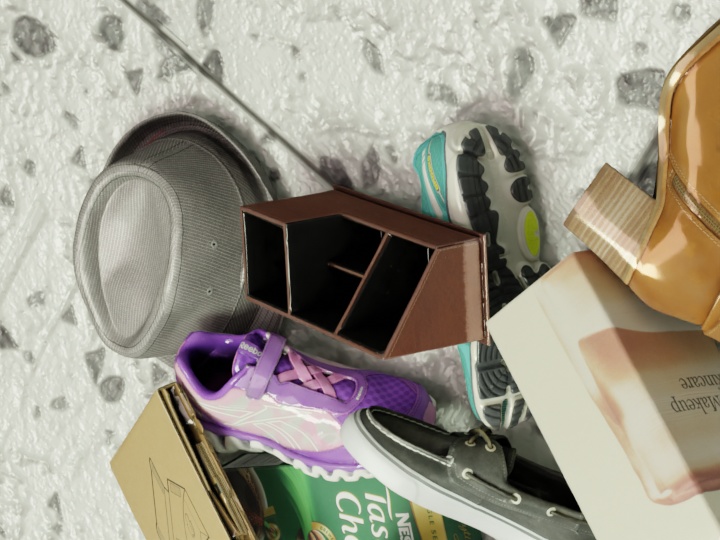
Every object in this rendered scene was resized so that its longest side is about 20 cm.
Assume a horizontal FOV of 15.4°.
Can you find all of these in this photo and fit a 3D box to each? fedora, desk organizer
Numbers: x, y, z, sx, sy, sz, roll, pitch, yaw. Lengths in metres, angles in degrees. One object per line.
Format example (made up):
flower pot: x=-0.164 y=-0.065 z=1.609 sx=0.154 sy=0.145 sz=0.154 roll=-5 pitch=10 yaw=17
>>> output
fedora: x=-0.139 y=-0.007 z=1.864 sx=0.176 sy=0.090 sz=0.201 roll=27 pitch=117 yaw=28
desk organizer: x=0.000 y=0.000 z=1.722 sx=0.200 sy=0.077 sz=0.072 roll=21 pitch=117 yaw=59

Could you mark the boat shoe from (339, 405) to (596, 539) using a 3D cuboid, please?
boat shoe: x=0.084 y=0.133 z=1.728 sx=0.199 sy=0.069 sz=0.057 roll=28 pitch=111 yaw=-6

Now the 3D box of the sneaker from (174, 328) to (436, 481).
sneaker: x=-0.047 y=0.082 z=1.803 sx=0.199 sy=0.081 sz=0.089 roll=6 pitch=138 yaw=27

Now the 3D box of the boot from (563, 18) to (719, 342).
boot: x=0.235 y=-0.056 z=1.585 sx=0.155 sy=0.077 sz=0.200 roll=36 pitch=95 yaw=6

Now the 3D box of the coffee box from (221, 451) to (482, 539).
coffee box: x=-0.007 y=0.184 z=1.849 sx=0.199 sy=0.044 sz=0.124 roll=-5 pitch=100 yaw=37

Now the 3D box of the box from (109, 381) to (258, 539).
box: x=-0.118 y=0.179 z=1.878 sx=0.164 sy=0.021 sz=0.200 roll=62 pitch=158 yaw=10

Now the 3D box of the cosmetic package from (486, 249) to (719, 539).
cosmetic package: x=0.175 y=0.092 z=1.630 sx=0.087 sy=0.103 sz=0.201 roll=-40 pitch=68 yaw=35

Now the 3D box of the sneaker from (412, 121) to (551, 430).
sneaker: x=0.079 y=0.003 z=1.731 sx=0.080 sy=0.077 sz=0.201 roll=-5 pitch=94 yaw=55
